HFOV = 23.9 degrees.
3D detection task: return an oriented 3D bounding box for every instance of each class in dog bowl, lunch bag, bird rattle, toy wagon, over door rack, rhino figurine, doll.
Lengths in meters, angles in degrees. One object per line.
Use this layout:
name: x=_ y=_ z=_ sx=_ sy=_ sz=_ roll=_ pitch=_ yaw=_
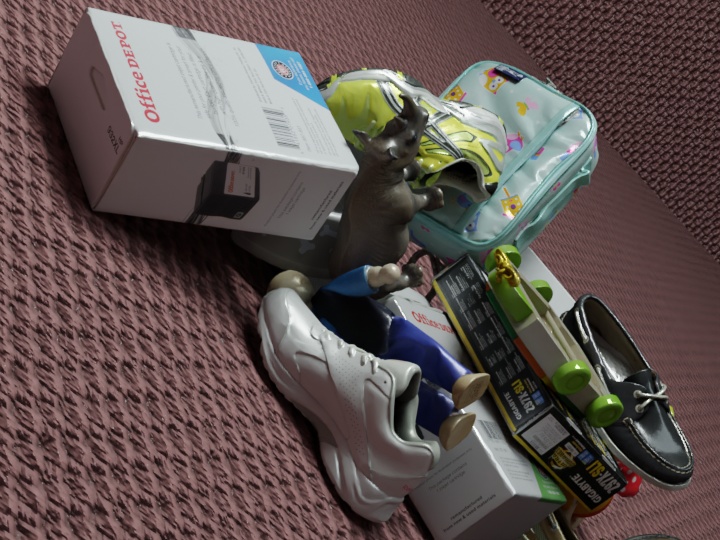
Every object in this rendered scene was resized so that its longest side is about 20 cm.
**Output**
dog bowl: x=-0.060 y=-0.083 z=1.466 sx=0.199 sy=0.059 sz=0.201 roll=26 pitch=31 yaw=-17
lunch bag: x=0.125 y=-0.098 z=1.598 sx=0.160 sy=0.200 sz=0.077 roll=32 pitch=-21 yaw=30
bird rattle: x=0.223 y=0.186 z=1.647 sx=0.113 sy=0.163 sz=0.200 roll=40 pitch=-19 yaw=12
toy wagon: x=0.152 y=0.047 z=1.451 sx=0.200 sy=0.039 sz=0.156 roll=43 pitch=15 yaw=-48
over door rack: x=0.116 y=0.086 z=1.699 sx=0.148 sy=0.067 sz=0.201 roll=34 pitch=23 yaw=-44
rhino figurine: x=0.020 y=-0.056 z=1.364 sx=0.087 sy=0.201 sz=0.060 roll=-25 pitch=50 yaw=-35
doll: x=0.009 y=0.056 z=1.356 sx=0.199 sy=0.137 sz=0.048 roll=31 pitch=34 yaw=24

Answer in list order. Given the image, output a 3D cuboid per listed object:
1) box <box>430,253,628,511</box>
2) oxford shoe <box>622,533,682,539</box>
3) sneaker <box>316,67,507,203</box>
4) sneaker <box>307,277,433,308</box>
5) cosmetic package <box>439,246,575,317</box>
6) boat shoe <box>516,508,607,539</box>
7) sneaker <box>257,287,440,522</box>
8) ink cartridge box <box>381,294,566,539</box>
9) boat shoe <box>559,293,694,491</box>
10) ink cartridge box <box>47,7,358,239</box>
box: x=0.150 y=0.099 z=1.519 sx=0.160 sy=0.049 sz=0.200 roll=43 pitch=15 yaw=-44
oxford shoe: x=0.234 y=0.276 z=1.452 sx=0.199 sy=0.084 sz=0.073 roll=-16 pitch=96 yaw=-42
sneaker: x=0.043 y=-0.118 z=1.491 sx=0.199 sy=0.075 sz=0.077 roll=13 pitch=55 yaw=-20
sneaker: x=0.000 y=0.000 z=1.552 sx=0.200 sy=0.074 sz=0.116 roll=36 pitch=26 yaw=-42
cosmetic package: x=0.159 y=0.025 z=1.671 sx=0.200 sy=0.051 sz=0.082 roll=50 pitch=-20 yaw=-7
boat shoe: x=0.195 y=0.268 z=1.514 sx=0.200 sy=0.076 sz=0.072 roll=52 pitch=14 yaw=-4
sneaker: x=-0.002 y=0.087 z=1.307 sx=0.201 sy=0.099 sz=0.078 roll=57 pitch=16 yaw=16
ink cartridge box: x=0.073 y=0.132 z=1.447 sx=0.201 sy=0.084 sz=0.146 roll=58 pitch=15 yaw=22
boat shoe: x=0.243 y=0.108 z=1.540 sx=0.074 sy=0.060 sz=0.200 roll=-1 pitch=47 yaw=-36
ink cartridge box: x=-0.122 y=-0.110 z=1.308 sx=0.199 sy=0.084 sz=0.146 roll=7 pitch=42 yaw=-37
